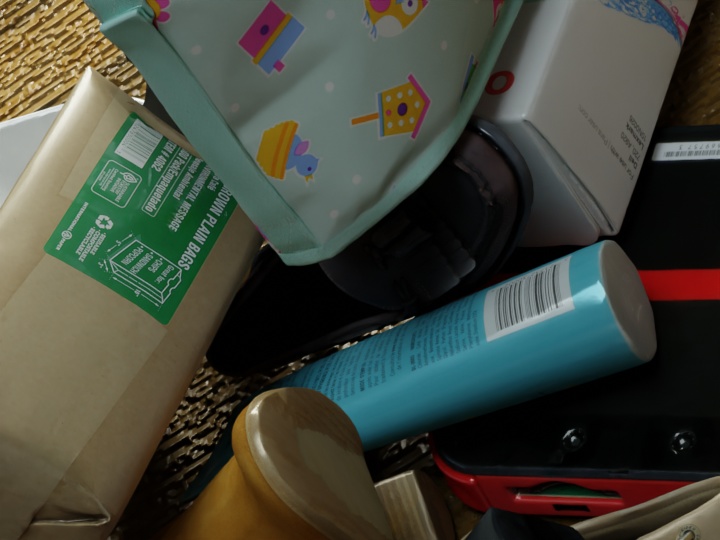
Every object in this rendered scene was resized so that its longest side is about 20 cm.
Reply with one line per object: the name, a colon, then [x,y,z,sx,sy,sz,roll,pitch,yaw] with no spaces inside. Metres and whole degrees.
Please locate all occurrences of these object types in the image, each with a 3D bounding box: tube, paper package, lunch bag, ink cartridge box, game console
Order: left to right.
paper package: [-0.134,0.053,1.170,0.191,0.103,0.200,-52,8,47]
lunch bag: [-0.027,-0.124,1.101,0.121,0.171,0.201,-1,48,39]
tube: [0.020,0.044,1.159,0.199,0.051,0.077,-20,14,23]
ink cartridge box: [0.061,-0.114,1.232,0.144,0.084,0.201,-2,54,37]
game console: [0.130,0.018,1.161,0.199,0.031,0.178,-1,56,33]

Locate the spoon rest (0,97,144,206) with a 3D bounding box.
spoon rest: [-0.170,-0.035,1.371,0.199,0.061,0.100,-6,59,32]

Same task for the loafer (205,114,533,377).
loafer: [0.000,0.000,1.179,0.063,0.072,0.200,-42,5,-35]

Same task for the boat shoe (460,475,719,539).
boat shoe: [0.062,0.122,1.094,0.199,0.065,0.071,-15,16,18]

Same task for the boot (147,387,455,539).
boot: [-0.054,0.111,1.111,0.143,0.201,0.071,-24,70,12]

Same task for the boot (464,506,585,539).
boot: [0.037,0.209,1.023,0.200,0.065,0.165,-48,56,21]

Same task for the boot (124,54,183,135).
boot: [-0.054,-0.079,1.245,0.073,0.200,0.075,34,67,21]
